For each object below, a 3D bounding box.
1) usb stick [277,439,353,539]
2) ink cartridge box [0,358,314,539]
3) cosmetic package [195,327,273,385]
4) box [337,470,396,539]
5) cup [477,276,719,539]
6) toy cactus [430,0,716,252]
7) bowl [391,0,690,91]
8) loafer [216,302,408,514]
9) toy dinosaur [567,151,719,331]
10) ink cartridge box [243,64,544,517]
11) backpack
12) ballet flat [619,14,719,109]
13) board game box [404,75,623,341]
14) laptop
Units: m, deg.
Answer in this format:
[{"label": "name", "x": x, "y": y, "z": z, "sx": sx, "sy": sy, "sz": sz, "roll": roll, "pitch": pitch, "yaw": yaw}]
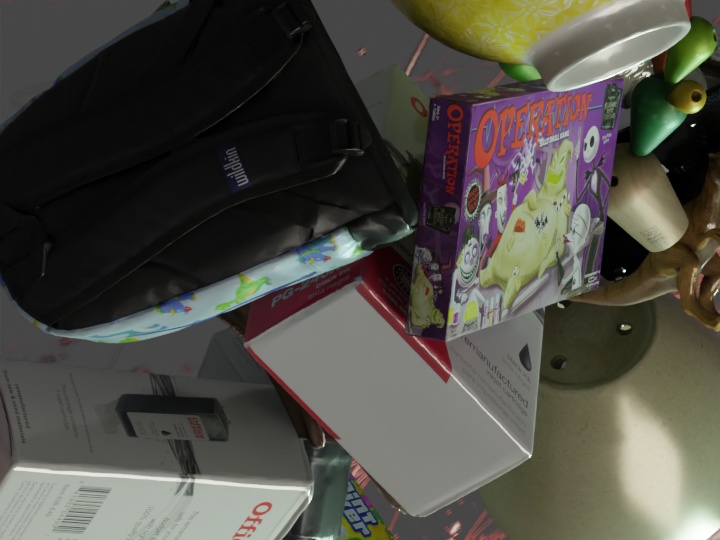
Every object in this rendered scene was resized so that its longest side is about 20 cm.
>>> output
[{"label": "usb stick", "x": -0.019, "y": 0.068, "z": 1.692, "sx": 0.055, "sy": 0.033, "sz": 0.201, "roll": 6, "pitch": 93, "yaw": -59}, {"label": "ink cartridge box", "x": -0.148, "y": 0.132, "z": 1.648, "sx": 0.199, "sy": 0.085, "sz": 0.146, "roll": 8, "pitch": 136, "yaw": -31}, {"label": "cosmetic package", "x": -0.009, "y": 0.064, "z": 1.796, "sx": 0.200, "sy": 0.071, "sz": 0.102, "roll": -20, "pitch": 152, "yaw": -33}, {"label": "box", "x": -0.075, "y": 0.217, "z": 1.837, "sx": 0.192, "sy": 0.200, "sz": 0.122, "roll": -10, "pitch": 147, "yaw": -44}, {"label": "cup", "x": 0.159, "y": 0.079, "z": 1.870, "sx": 0.200, "sy": 0.200, "sz": 0.143, "roll": -32, "pitch": 142, "yaw": -8}, {"label": "toy cactus", "x": 0.139, "y": -0.075, "z": 1.645, "sx": 0.200, "sy": 0.102, "sz": 0.165, "roll": -33, "pitch": 117, "yaw": 17}, {"label": "bowl", "x": 0.110, "y": -0.155, "z": 1.412, "sx": 0.200, "sy": 0.108, "sz": 0.200, "roll": -22, "pitch": 171, "yaw": -4}, {"label": "loafer", "x": -0.022, "y": 0.069, "z": 1.625, "sx": 0.071, "sy": 0.200, "sz": 0.073, "roll": -50, "pitch": 175, "yaw": 20}, {"label": "toy dinosaur", "x": 0.198, "y": -0.004, "z": 1.745, "sx": 0.060, "sy": 0.106, "sz": 0.200, "roll": -19, "pitch": 159, "yaw": -43}, {"label": "ink cartridge box", "x": 0.024, "y": 0.007, "z": 1.500, "sx": 0.083, "sy": 0.200, "sz": 0.145, "roll": -31, "pitch": 118, "yaw": 27}, {"label": "backpack", "x": -0.091, "y": -0.042, "z": 1.375, "sx": 0.200, "sy": 0.164, "sz": 0.154, "roll": -28, "pitch": 172, "yaw": 0}, {"label": "ballet flat", "x": 0.201, "y": -0.120, "z": 1.739, "sx": 0.072, "sy": 0.072, "sz": 0.200, "roll": -46, "pitch": 155, "yaw": 24}, {"label": "board game box", "x": 0.082, "y": -0.037, "z": 1.449, "sx": 0.200, "sy": 0.032, "sz": 0.121, "roll": -17, "pitch": 111, "yaw": -62}, {"label": "laptop", "x": 0.214, "y": -0.073, "z": 1.779, "sx": 0.177, "sy": 0.104, "sz": 0.200, "roll": -25, "pitch": 138, "yaw": 30}]
